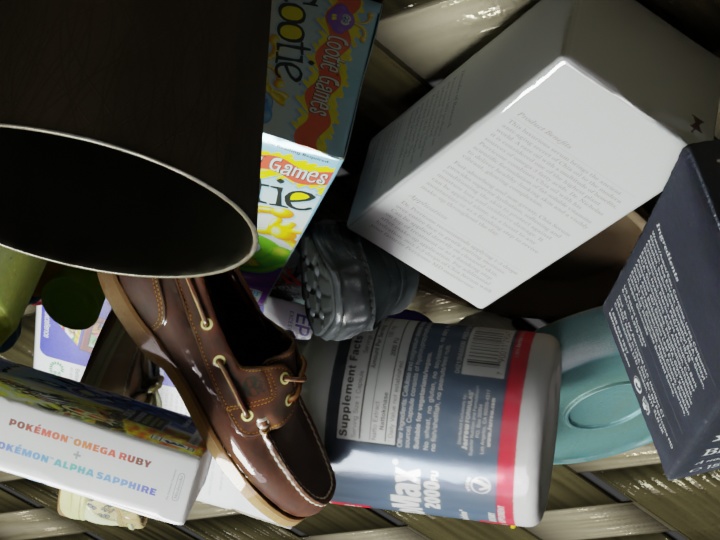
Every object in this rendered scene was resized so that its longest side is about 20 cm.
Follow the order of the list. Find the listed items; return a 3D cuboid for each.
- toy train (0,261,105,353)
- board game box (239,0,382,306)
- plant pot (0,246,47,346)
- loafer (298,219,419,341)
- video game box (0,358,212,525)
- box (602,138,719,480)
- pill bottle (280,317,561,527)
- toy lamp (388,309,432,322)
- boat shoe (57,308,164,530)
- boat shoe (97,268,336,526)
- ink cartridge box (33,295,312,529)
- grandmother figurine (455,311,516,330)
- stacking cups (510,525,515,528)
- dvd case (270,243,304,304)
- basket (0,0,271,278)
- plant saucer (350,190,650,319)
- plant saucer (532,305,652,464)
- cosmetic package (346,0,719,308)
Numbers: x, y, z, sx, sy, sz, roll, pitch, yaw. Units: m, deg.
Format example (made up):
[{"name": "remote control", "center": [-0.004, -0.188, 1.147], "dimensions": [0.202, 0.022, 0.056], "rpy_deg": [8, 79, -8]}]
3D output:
[{"name": "toy train", "center": [-0.157, -0.007, 1.257], "dimensions": [0.199, 0.116, 0.085], "rpy_deg": [-8, 119, 20]}, {"name": "board game box", "center": [-0.070, -0.076, 1.157], "dimensions": [0.103, 0.105, 0.200], "rpy_deg": [18, 153, -8]}, {"name": "plant pot", "center": [-0.238, -0.060, 1.176], "dimensions": [0.200, 0.185, 0.201], "rpy_deg": [10, 153, 5]}, {"name": "loafer", "center": [0.000, 0.000, 1.197], "dimensions": [0.070, 0.068, 0.201], "rpy_deg": [-5, -174, -2]}, {"name": "video game box", "center": [-0.178, 0.092, 1.196], "dimensions": [0.181, 0.047, 0.200], "rpy_deg": [15, 180, -2]}, {"name": "box", "center": [0.255, 0.009, 1.083], "dimensions": [0.196, 0.118, 0.200], "rpy_deg": [-12, 156, -11]}, {"name": "pill bottle", "center": [0.019, 0.088, 1.255], "dimensions": [0.199, 0.120, 0.120], "rpy_deg": [6, 153, 11]}, {"name": "toy lamp", "center": [0.021, 0.077, 1.455], "dimensions": [0.058, 0.058, 0.200], "rpy_deg": [13, 161, 0]}, {"name": "boat shoe", "center": [-0.157, 0.097, 1.358], "dimensions": [0.062, 0.073, 0.200], "rpy_deg": [18, 136, 1]}, {"name": "boat shoe", "center": [-0.068, 0.057, 1.157], "dimensions": [0.070, 0.070, 0.200], "rpy_deg": [-27, 111, 21]}, {"name": "ink cartridge box", "center": [-0.126, 0.069, 1.396], "dimensions": [0.199, 0.047, 0.198], "rpy_deg": [14, 126, 4]}, {"name": "grandmother figurine", "center": [0.108, 0.081, 1.408], "dimensions": [0.121, 0.061, 0.200], "rpy_deg": [-40, 150, 3]}, {"name": "stacking cups", "center": [0.010, 0.122, 1.334], "dimensions": [0.199, 0.061, 0.061], "rpy_deg": [10, 154, 2]}, {"name": "dvd case", "center": [-0.090, -0.005, 1.401], "dimensions": [0.145, 0.022, 0.200], "rpy_deg": [-2, 151, 28]}, {"name": "basket", "center": [-0.113, -0.117, 0.987], "dimensions": [0.180, 0.201, 0.136], "rpy_deg": [11, 154, 7]}, {"name": "plant saucer", "center": [0.093, -0.027, 1.266], "dimensions": [0.199, 0.030, 0.200], "rpy_deg": [11, 154, 5]}, {"name": "plant saucer", "center": [0.164, 0.081, 1.357], "dimensions": [0.199, 0.028, 0.200], "rpy_deg": [-11, 151, -6]}, {"name": "cosmetic package", "center": [0.091, -0.067, 1.103], "dimensions": [0.101, 0.071, 0.200], "rpy_deg": [31, 141, -20]}]
